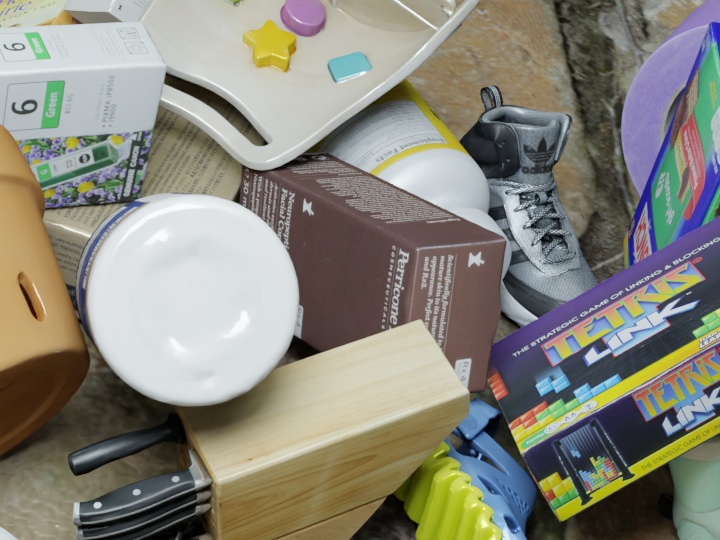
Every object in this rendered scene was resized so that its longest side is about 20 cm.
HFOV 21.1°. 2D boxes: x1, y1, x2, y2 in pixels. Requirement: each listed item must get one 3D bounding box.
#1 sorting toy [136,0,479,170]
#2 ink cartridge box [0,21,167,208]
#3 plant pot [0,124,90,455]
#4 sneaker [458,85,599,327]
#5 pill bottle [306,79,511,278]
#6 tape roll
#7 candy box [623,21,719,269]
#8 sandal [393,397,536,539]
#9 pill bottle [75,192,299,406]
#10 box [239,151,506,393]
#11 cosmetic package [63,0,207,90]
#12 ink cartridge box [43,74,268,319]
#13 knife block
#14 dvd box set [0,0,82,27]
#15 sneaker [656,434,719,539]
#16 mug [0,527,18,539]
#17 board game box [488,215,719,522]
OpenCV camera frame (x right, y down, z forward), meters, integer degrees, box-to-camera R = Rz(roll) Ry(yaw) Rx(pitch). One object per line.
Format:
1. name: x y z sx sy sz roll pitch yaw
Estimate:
1. sorting toy: -0.059 -0.155 1.272 0.200 0.107 0.180 36 60 6
2. ink cartridge box: -0.224 -0.088 1.153 0.200 0.109 0.050 -7 45 -27
3. plant pot: -0.244 0.031 1.069 0.200 0.200 0.140 -22 70 -40
4. sneaker: 0.121 -0.043 1.353 0.075 0.114 0.200 -10 45 -31
5. pill bottle: 0.020 -0.060 1.334 0.112 0.112 0.200 -9 45 -31
6. tape roll: 0.302 -0.106 1.435 0.200 0.200 0.085 30 39 15
7. candy box: 0.246 -0.042 1.330 0.077 0.200 0.169 13 35 -4
8. sandal: 0.071 0.136 1.144 0.087 0.080 0.200 0 42 -28
9. pill bottle: -0.103 0.012 1.080 0.111 0.111 0.200 9 1 -11
10. box: 0.000 0.000 1.209 0.075 0.100 0.200 -6 21 -36
11. cosmetic package: -0.115 -0.170 1.353 0.051 0.083 0.200 6 -19 37
12. ink cartridge box: -0.162 -0.054 1.283 0.165 0.075 0.200 19 38 4
13. knife block: -0.062 0.098 1.061 0.176 0.200 0.064 23 26 -47
14. dvd box set: -0.263 -0.138 1.315 0.146 0.029 0.200 -14 30 22
15. sneaker: 0.252 0.093 1.233 0.074 0.118 0.200 22 44 33
16. mug: -0.229 0.184 0.911 0.186 0.149 0.153 19 29 -9
17. board game box: 0.178 0.050 1.162 0.200 0.057 0.165 -30 19 3
